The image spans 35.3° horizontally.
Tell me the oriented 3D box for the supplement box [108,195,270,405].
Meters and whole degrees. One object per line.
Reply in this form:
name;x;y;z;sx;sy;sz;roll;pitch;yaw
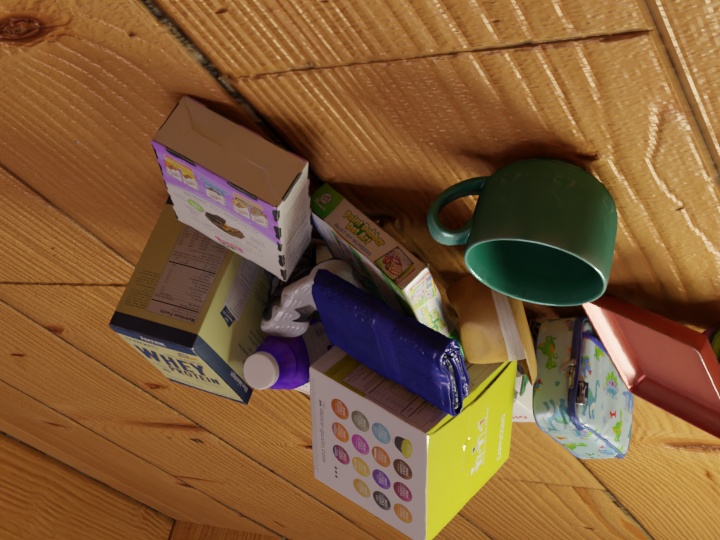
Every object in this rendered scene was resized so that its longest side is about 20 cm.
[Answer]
supplement box;-0.203;0.040;1.525;0.133;0.202;0.200;13;158;24

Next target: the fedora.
fedora;0.151;0.054;1.343;0.081;0.203;0.201;-16;152;4

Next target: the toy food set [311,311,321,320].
toy food set;-0.041;0.118;1.701;0.199;0.048;0.200;-16;106;59

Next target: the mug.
mug;0.181;-0.054;1.182;0.184;0.116;0.151;29;154;-28

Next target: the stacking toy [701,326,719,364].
stacking toy;0.459;0.111;1.416;0.198;0.111;0.116;10;150;44

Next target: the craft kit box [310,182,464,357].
craft kit box;0.031;0.012;1.375;0.197;0.048;0.201;45;170;37

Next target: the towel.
towel;0.037;0.079;1.327;0.199;0.050;0.148;29;154;28

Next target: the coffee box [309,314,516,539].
coffee box;0.070;0.189;1.480;0.196;0.199;0.202;26;134;32

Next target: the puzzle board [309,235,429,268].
puzzle board;0.000;0.000;1.556;0.197;0.018;0.151;13;158;9

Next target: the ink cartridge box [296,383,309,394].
ink cartridge box;-0.092;0.156;1.906;0.115;0.068;0.200;22;157;-14

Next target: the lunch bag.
lunch bag;0.305;0.157;1.529;0.082;0.163;0.200;-7;150;34

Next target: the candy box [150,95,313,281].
candy box;-0.144;-0.091;1.320;0.166;0.072;0.201;29;159;11

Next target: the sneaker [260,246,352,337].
sneaker;-0.073;0.002;1.441;0.075;0.115;0.200;11;151;-26

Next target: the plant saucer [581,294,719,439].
plant saucer;0.384;0.116;1.413;0.199;0.037;0.201;28;158;52

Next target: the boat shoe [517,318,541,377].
boat shoe;0.217;0.088;1.558;0.072;0.076;0.200;-9;155;22

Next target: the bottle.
bottle;-0.097;0.120;1.546;0.064;0.085;0.200;-12;-177;21

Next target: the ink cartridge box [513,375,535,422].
ink cartridge box;0.172;0.152;1.697;0.145;0.085;0.199;-5;150;41
